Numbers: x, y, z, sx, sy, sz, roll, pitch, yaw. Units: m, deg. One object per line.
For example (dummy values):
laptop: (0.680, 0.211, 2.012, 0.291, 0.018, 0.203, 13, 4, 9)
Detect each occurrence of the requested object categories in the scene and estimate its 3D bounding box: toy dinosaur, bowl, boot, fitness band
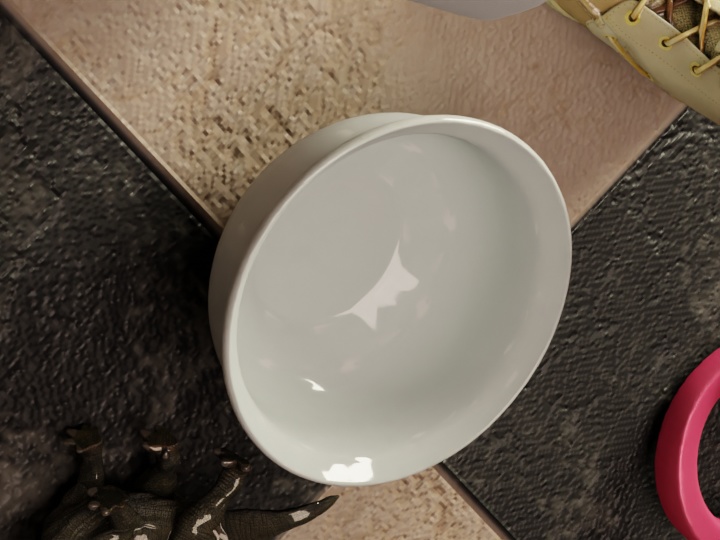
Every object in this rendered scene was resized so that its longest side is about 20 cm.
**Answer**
toy dinosaur: (-0.110, 0.134, 1.358, 0.200, 0.077, 0.102, -14, 133, -34)
bowl: (0.000, 0.000, 1.336, 0.201, 0.090, 0.201, -16, 123, -26)
boot: (0.178, -0.119, 1.351, 0.073, 0.155, 0.200, -51, 131, 0)
fitness band: (0.264, 0.098, 1.600, 0.200, 0.037, 0.144, -13, 116, -27)

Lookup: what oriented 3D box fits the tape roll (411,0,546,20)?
tape roll: (0.049, -0.216, 1.181, 0.071, 0.202, 0.202, 11, 107, -38)
